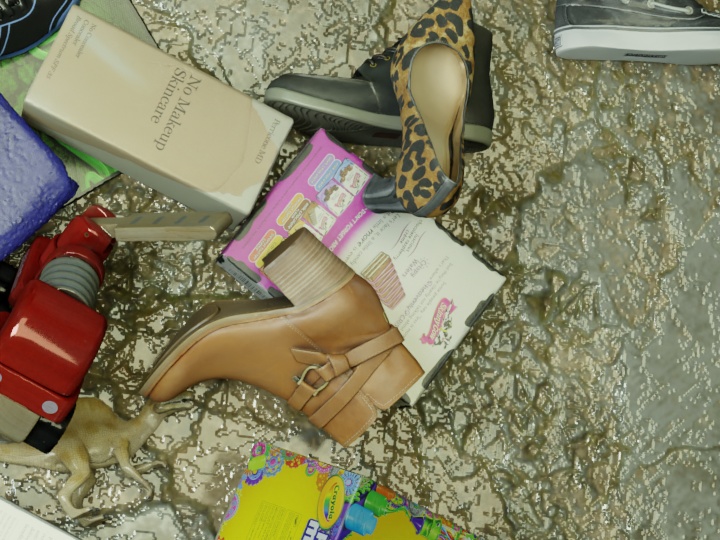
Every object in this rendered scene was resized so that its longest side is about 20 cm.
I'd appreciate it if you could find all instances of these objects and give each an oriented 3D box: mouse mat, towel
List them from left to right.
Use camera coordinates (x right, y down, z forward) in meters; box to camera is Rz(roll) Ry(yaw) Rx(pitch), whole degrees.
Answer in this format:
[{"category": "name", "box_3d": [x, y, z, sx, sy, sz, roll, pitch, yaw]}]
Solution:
[{"category": "towel", "box_3d": [-0.337, -0.052, 1.495, 0.200, 0.050, 0.148, -42, 94, -11]}, {"category": "mouse mat", "box_3d": [-0.246, -0.166, 1.581, 0.160, 0.008, 0.201, -32, 91, -13]}]

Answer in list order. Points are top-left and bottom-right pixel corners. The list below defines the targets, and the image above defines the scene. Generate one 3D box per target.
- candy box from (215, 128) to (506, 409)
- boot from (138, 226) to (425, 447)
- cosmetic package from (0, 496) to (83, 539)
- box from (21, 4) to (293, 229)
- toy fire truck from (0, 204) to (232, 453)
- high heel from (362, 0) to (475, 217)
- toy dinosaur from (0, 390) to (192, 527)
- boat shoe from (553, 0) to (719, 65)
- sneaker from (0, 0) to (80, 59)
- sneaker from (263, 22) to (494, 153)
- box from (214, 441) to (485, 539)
[{"category": "candy box", "box_3d": [0.000, 0.000, 1.582, 0.200, 0.061, 0.137, 39, 79, -4]}, {"category": "boot", "box_3d": [-0.062, 0.080, 1.523, 0.200, 0.077, 0.155, -40, 101, 7]}, {"category": "cosmetic package", "box_3d": [-0.226, 0.243, 1.489, 0.199, 0.101, 0.072, 30, 78, -7]}, {"category": "box", "box_3d": [-0.164, -0.121, 1.549, 0.199, 0.078, 0.095, 26, 78, -8]}, {"category": "toy fire truck", "box_3d": [-0.204, 0.020, 1.448, 0.128, 0.176, 0.200, 31, 120, -15]}, {"category": "high heel", "box_3d": [0.071, -0.134, 1.501, 0.071, 0.142, 0.201, 22, 83, -20]}, {"category": "toy dinosaur", "box_3d": [-0.226, 0.150, 1.533, 0.199, 0.058, 0.102, -12, 71, -20]}, {"category": "boat shoe", "box_3d": [0.264, -0.216, 1.658, 0.199, 0.072, 0.068, 1, 85, -4]}, {"category": "sneaker", "box_3d": [-0.310, -0.199, 1.529, 0.199, 0.078, 0.070, -29, 89, -12]}, {"category": "sneaker", "box_3d": [0.016, -0.163, 1.604, 0.199, 0.075, 0.107, 8, 78, -20]}, {"category": "box", "box_3d": [-0.019, 0.265, 1.474, 0.192, 0.122, 0.201, 32, 76, -44]}]
